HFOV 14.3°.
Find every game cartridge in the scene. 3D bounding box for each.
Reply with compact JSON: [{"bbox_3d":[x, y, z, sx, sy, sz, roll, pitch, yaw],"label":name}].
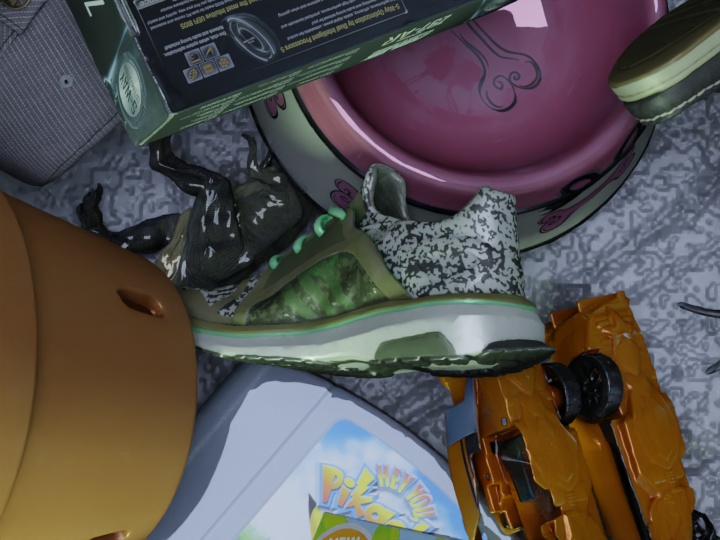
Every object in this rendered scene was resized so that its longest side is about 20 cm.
[{"bbox_3d":[-0.005,0.135,1.303,0.200,0.040,0.133,40,84,5],"label":"game cartridge"}]

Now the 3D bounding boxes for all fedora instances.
[{"bbox_3d":[-0.123,-0.116,1.267,0.090,0.177,0.200,34,82,-6],"label":"fedora"}]

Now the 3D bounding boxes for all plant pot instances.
[{"bbox_3d":[-0.164,0.053,1.239,0.140,0.200,0.200,10,84,-36],"label":"plant pot"}]

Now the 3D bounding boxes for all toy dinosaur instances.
[{"bbox_3d":[-0.079,-0.020,1.317,0.088,0.047,0.200,45,91,-1],"label":"toy dinosaur"}]

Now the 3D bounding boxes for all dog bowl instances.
[{"bbox_3d":[0.048,-0.108,1.285,0.200,0.074,0.201,2,80,-9],"label":"dog bowl"}]

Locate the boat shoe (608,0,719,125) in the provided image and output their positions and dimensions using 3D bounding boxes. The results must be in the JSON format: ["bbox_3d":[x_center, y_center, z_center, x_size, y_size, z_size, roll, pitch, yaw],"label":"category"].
[{"bbox_3d":[0.188,-0.105,1.261,0.201,0.072,0.066,-36,105,-40],"label":"boat shoe"}]

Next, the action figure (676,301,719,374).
[{"bbox_3d":[0.244,-0.006,1.274,0.200,0.102,0.119,-25,96,-2],"label":"action figure"}]

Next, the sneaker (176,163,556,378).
[{"bbox_3d":[0.000,0.000,1.242,0.200,0.077,0.089,-1,81,37],"label":"sneaker"}]

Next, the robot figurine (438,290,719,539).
[{"bbox_3d":[0.102,0.113,1.267,0.145,0.058,0.200,-7,78,-40],"label":"robot figurine"}]

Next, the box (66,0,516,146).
[{"bbox_3d":[-0.036,-0.160,1.193,0.200,0.044,0.160,-24,86,-28],"label":"box"}]

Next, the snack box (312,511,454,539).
[{"bbox_3d":[0.043,0.197,1.139,0.200,0.068,0.169,10,70,41],"label":"snack box"}]
